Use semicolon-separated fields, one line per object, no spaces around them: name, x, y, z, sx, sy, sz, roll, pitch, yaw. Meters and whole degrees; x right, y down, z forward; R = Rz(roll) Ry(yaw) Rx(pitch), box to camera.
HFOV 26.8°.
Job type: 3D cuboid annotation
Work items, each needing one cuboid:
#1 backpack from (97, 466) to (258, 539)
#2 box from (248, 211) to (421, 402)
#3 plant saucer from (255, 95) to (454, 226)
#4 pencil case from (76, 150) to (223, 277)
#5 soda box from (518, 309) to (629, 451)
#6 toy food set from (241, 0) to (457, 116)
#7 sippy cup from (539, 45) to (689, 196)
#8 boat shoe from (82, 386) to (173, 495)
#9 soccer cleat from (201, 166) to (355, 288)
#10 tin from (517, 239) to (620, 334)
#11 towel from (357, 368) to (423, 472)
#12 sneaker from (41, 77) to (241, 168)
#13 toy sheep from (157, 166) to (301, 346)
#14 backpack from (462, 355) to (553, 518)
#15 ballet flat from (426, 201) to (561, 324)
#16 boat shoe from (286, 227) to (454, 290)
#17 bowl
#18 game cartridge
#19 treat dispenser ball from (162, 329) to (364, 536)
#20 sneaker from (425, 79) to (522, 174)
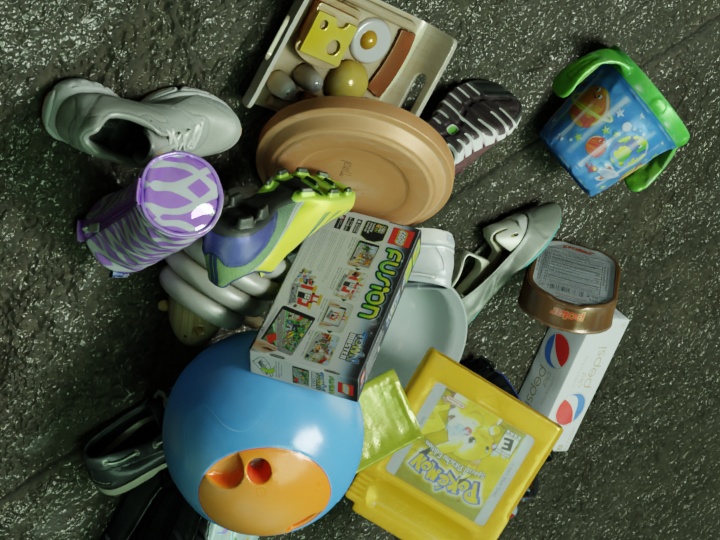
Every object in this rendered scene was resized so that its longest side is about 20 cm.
backpack;-0.188;0.287;1.639;0.126;0.166;0.202;-1;114;-55
box;-0.021;0.027;1.452;0.035;0.109;0.201;92;18;-48
plant saucer;-0.006;-0.096;1.492;0.198;0.033;0.201;6;146;4
pencil case;-0.193;-0.052;1.368;0.085;0.200;0.085;11;74;-24
soda box;0.261;0.131;1.918;0.068;0.064;0.201;6;116;-39
toy food set;-0.008;-0.198;1.492;0.199;0.060;0.144;16;109;-43
sippy cup;0.277;-0.159;1.694;0.130;0.140;0.178;-40;97;8
boat shoe;-0.202;0.158;1.583;0.199;0.073;0.063;-34;137;-7
soccer cleat;-0.078;-0.040;1.414;0.200;0.064;0.084;-26;134;-51
tin;0.245;0.016;1.748;0.111;0.200;0.042;18;113;4
towel;-0.033;0.187;1.613;0.199;0.018;0.087;-26;100;-14
sneaker;-0.188;-0.122;1.386;0.199;0.092;0.076;-1;120;-37
toy sheep;-0.125;-0.014;1.485;0.137;0.138;0.201;25;96;-44
backpack;0.103;0.210;1.778;0.189;0.200;0.155;-2;117;-17
ballet flat;0.151;-0.014;1.736;0.200;0.067;0.064;-47;125;-2
boat shoe;0.000;0.000;1.559;0.198;0.069;0.072;-3;166;8
bowl;0.014;0.073;1.674;0.200;0.090;0.203;-19;129;-25
game cartridge;0.100;0.214;1.668;0.175;0.032;0.201;30;94;-5
treat dispenser ball;-0.095;0.160;1.490;0.199;0.201;0.202;-19;129;-25
sneaker;0.087;-0.124;1.613;0.200;0.076;0.116;-34;164;-40
